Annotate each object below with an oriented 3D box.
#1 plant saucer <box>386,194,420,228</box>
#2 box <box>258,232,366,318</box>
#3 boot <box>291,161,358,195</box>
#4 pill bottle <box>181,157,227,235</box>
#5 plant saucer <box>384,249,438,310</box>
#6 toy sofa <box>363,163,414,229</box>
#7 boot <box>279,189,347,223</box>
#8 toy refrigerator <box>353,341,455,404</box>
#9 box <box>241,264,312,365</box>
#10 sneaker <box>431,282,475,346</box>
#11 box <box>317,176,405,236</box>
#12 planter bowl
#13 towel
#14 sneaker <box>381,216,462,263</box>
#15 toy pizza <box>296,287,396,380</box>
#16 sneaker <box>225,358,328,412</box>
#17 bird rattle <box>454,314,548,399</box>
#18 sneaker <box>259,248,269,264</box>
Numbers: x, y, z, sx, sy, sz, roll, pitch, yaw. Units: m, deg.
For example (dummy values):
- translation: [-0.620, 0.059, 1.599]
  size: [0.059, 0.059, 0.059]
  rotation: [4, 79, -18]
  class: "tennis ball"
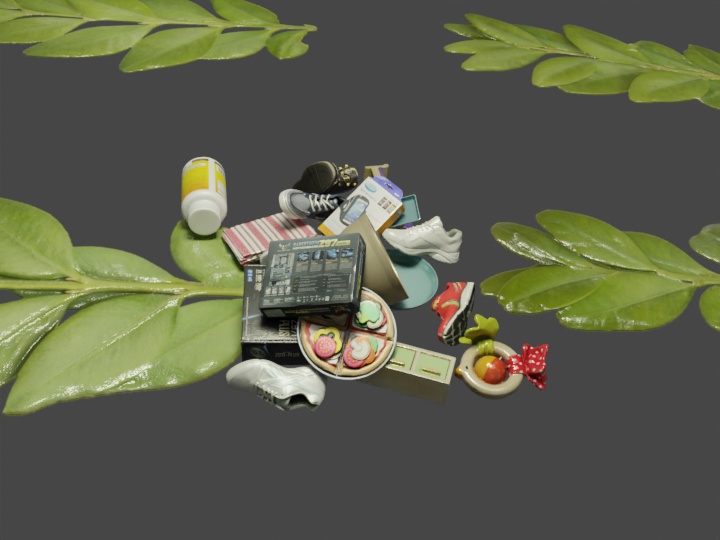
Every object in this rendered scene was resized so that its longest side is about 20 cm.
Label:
- translation: [0.041, -0.122, 1.911]
  size: [0.198, 0.019, 0.071]
  rotation: [-15, 64, 10]
  class: "plant saucer"
- translation: [-0.093, 0.010, 1.597]
  size: [0.198, 0.051, 0.159]
  rotation: [-5, 59, 17]
  class: "box"
- translation: [-0.071, -0.227, 2.009]
  size: [0.150, 0.200, 0.074]
  rotation: [-20, 80, -34]
  class: "boot"
- translation: [-0.378, -0.178, 1.957]
  size: [0.108, 0.110, 0.201]
  rotation: [-3, 41, -9]
  class: "pill bottle"
- translation: [0.077, 0.026, 1.839]
  size: [0.198, 0.028, 0.201]
  rotation: [3, 41, -2]
  class: "plant saucer"
- translation: [0.072, -0.178, 2.029]
  size: [0.096, 0.083, 0.201]
  rotation: [-5, 42, -11]
  class: "toy sofa"
- translation: [-0.105, -0.161, 1.914]
  size: [0.090, 0.074, 0.199]
  rotation: [-16, -10, 27]
  class: "boot"
- translation: [0.084, 0.193, 1.615]
  size: [0.198, 0.070, 0.076]
  rotation: [15, 41, 10]
  class: "toy refrigerator"
- translation: [-0.162, 0.090, 1.669]
  size: [0.162, 0.087, 0.202]
  rotation: [1, 51, -6]
  class: "box"
- translation: [0.191, 0.093, 1.753]
  size: [0.084, 0.078, 0.200]
  rotation: [7, 33, 19]
  class: "sneaker"
- translation: [0.010, -0.127, 1.891]
  size: [0.200, 0.042, 0.119]
  rotation: [-44, 63, -9]
  class: "box"
- translation: [0.000, 0.000, 1.716]
  size: [0.134, 0.201, 0.201]
  rotation: [-28, 45, 4]
  class: "planter bowl"
- translation: [-0.215, -0.080, 1.909]
  size: [0.198, 0.030, 0.146]
  rotation: [-18, 36, -21]
  class: "towel"
- translation: [0.147, -0.084, 1.888]
  size: [0.198, 0.100, 0.078]
  rotation: [10, 16, -20]
  class: "sneaker"
- translation: [-0.026, 0.115, 1.584]
  size: [0.198, 0.032, 0.202]
  rotation: [3, 64, -5]
  class: "toy pizza"
- translation: [-0.163, 0.223, 1.553]
  size: [0.198, 0.071, 0.081]
  rotation: [6, 43, -1]
  class: "sneaker"
- translation: [0.280, 0.196, 1.644]
  size: [0.199, 0.113, 0.163]
  rotation: [36, 60, 13]
  class: "bird rattle"
- translation: [-0.139, -0.030, 1.828]
  size: [0.198, 0.075, 0.082]
  rotation: [-2, 30, -30]
  class: "sneaker"
